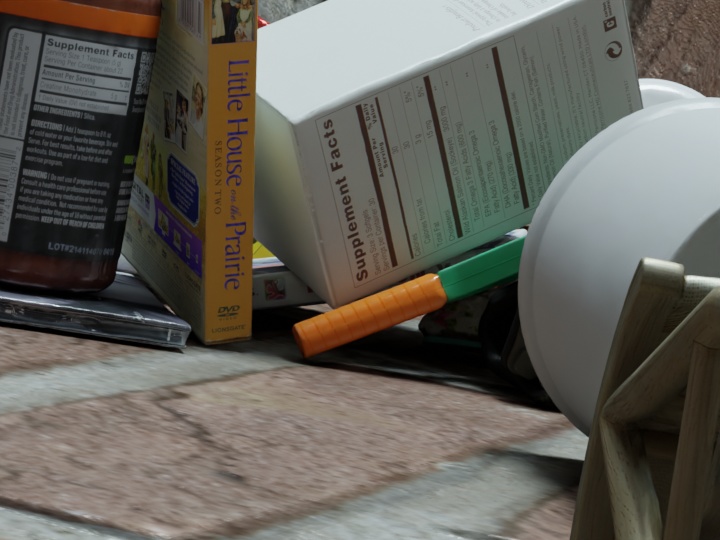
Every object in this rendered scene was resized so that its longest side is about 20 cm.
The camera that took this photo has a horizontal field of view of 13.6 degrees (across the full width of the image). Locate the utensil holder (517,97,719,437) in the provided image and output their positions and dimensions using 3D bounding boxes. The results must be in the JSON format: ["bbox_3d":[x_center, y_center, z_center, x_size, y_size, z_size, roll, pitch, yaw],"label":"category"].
[{"bbox_3d":[0.169,0.022,1.267,0.169,0.171,0.200,9,7,-11],"label":"utensil holder"}]

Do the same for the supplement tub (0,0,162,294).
[{"bbox_3d":[-0.159,-0.095,1.516,0.106,0.201,0.107,10,5,-1],"label":"supplement tub"}]

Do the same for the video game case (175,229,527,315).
[{"bbox_3d":[0.000,0.000,1.700,0.181,0.023,0.200,-6,3,7],"label":"video game case"}]

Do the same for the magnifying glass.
[{"bbox_3d":[0.060,0.001,1.553,0.199,0.023,0.080,-22,-4,-8],"label":"magnifying glass"}]

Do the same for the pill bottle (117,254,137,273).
[{"bbox_3d":[-0.145,-0.059,1.770,0.119,0.121,0.200,9,0,-12],"label":"pill bottle"}]

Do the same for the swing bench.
[{"bbox_3d":[0.177,0.072,0.920,0.198,0.131,0.200,9,5,-3],"label":"swing bench"}]

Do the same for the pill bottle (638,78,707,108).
[{"bbox_3d":[0.157,-0.023,1.762,0.109,0.110,0.200,10,-24,1],"label":"pill bottle"}]

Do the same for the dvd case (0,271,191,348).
[{"bbox_3d":[-0.177,0.009,1.563,0.148,0.016,0.200,9,5,-15],"label":"dvd case"}]

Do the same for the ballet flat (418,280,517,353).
[{"bbox_3d":[0.133,0.030,1.679,0.199,0.064,0.076,11,-6,12],"label":"ballet flat"}]

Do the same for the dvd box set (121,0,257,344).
[{"bbox_3d":[-0.090,-0.081,1.558,0.029,0.201,0.146,-6,21,-21],"label":"dvd box set"}]

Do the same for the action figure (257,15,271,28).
[{"bbox_3d":[-0.004,-0.063,1.734,0.199,0.099,0.065,30,47,5],"label":"action figure"}]

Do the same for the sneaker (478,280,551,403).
[{"bbox_3d":[0.147,0.041,1.543,0.198,0.077,0.114,9,6,28],"label":"sneaker"}]

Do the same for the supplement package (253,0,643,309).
[{"bbox_3d":[0.036,-0.085,1.602,0.199,0.118,0.117,-23,31,-16],"label":"supplement package"}]

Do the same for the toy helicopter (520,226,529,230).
[{"bbox_3d":[0.039,-0.008,2.013,0.199,0.079,0.132,-1,15,-7],"label":"toy helicopter"}]

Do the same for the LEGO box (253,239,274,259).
[{"bbox_3d":[-0.066,-0.070,1.912,0.199,0.150,0.077,12,5,16],"label":"LEGO box"}]
